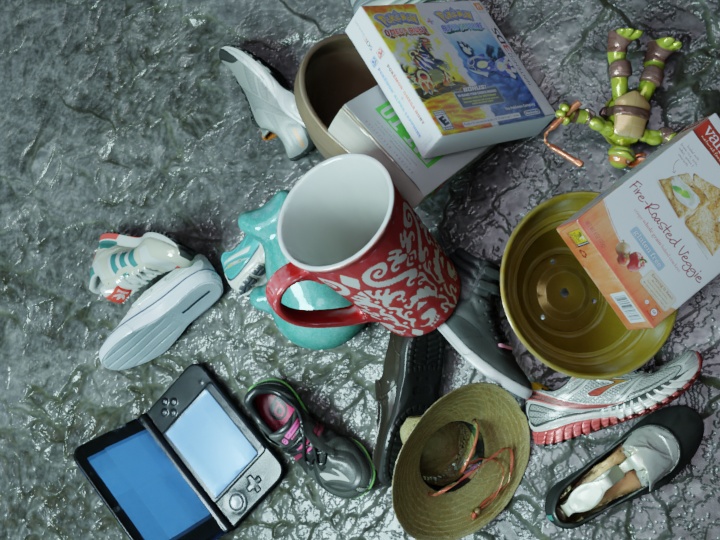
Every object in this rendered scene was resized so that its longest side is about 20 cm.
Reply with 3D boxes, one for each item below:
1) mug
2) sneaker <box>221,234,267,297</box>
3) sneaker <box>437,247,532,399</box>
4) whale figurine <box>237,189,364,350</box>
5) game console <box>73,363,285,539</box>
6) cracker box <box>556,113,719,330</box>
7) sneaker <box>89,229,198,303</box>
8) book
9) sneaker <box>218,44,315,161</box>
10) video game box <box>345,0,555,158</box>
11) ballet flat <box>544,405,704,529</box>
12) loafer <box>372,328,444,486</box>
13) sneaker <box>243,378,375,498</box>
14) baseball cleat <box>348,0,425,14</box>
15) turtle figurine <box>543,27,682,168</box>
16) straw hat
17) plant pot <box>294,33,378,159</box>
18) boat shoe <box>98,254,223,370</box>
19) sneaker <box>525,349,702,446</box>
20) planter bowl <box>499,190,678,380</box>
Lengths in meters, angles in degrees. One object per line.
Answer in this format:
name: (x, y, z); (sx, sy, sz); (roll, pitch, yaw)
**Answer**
mug: (0.002, -0.011, 0.915); (0.177, 0.200, 0.134); (-18, 56, 23)
sneaker: (-0.106, -0.056, 1.087); (0.200, 0.077, 0.080); (-44, 60, 9)
sneaker: (0.145, 0.050, 0.967); (0.099, 0.071, 0.200); (-48, 59, 8)
whale figurine: (-0.067, 0.006, 1.010); (0.159, 0.104, 0.200); (-27, 109, 10)
game console: (-0.227, 0.242, 1.069); (0.171, 0.118, 0.200); (-47, 71, 9)
cracker box: (0.323, -0.050, 0.876); (0.200, 0.058, 0.134); (-37, 91, -13)
sneaker: (-0.292, 0.002, 1.118); (0.199, 0.070, 0.094); (4, 69, 42)
book: (0.076, -0.165, 0.967); (0.134, 0.200, 0.048); (46, 139, 5)
sneaker: (-0.127, -0.226, 1.115); (0.200, 0.074, 0.079); (47, 105, 19)
video game box: (0.107, -0.226, 0.969); (0.183, 0.200, 0.047); (59, 140, 17)
ballet flat: (0.285, 0.219, 0.908); (0.200, 0.068, 0.068); (-41, 73, 11)
loafer: (0.053, 0.156, 1.010); (0.071, 0.073, 0.201); (16, 95, 59)
sneaker: (-0.070, 0.210, 1.032); (0.200, 0.084, 0.077); (35, 96, 21)
baseball cleat: (0.071, -0.382, 1.061); (0.199, 0.070, 0.107); (-28, 75, 14)
turtle figurine: (0.312, -0.180, 0.951); (0.199, 0.064, 0.162); (12, 90, 2)
straw hat: (0.091, 0.201, 0.948); (0.085, 0.201, 0.202); (27, 93, 52)
plant pot: (0.007, -0.182, 1.026); (0.201, 0.200, 0.093); (62, 146, 16)
boat shoe: (-0.271, 0.057, 1.143); (0.200, 0.074, 0.067); (-34, 50, 5)
sneaker: (0.272, 0.126, 0.920); (0.199, 0.078, 0.082); (-23, 75, 16)
planter bowl: (0.237, 0.020, 0.926); (0.199, 0.083, 0.201); (1, 81, -8)
